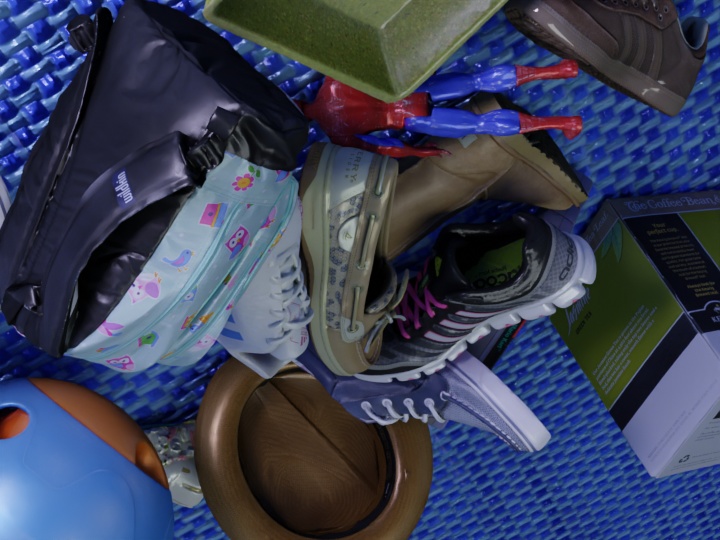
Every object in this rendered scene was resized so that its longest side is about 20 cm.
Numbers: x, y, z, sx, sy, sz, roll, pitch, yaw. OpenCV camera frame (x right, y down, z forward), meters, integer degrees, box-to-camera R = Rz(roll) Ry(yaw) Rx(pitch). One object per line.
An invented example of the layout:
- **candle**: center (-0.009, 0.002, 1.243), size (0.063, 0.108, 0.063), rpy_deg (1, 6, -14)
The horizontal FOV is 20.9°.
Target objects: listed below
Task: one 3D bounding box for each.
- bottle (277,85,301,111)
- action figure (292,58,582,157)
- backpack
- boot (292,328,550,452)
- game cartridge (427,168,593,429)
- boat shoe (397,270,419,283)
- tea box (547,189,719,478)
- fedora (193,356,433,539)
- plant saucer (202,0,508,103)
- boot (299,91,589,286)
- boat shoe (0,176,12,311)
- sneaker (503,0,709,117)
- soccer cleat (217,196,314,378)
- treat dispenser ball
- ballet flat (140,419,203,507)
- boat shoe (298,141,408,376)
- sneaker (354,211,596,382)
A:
- **bottle**: center (-0.119, -0.042, 1.257), size (0.200, 0.065, 0.084), rpy_deg (-40, 155, 17)
- **action figure**: center (0.043, -0.108, 1.288), size (0.200, 0.066, 0.052), rpy_deg (-3, -179, -11)
- **backpack**: center (-0.122, -0.035, 1.118), size (0.126, 0.167, 0.200), rpy_deg (17, 111, -41)
- **boot**: center (0.042, 0.091, 1.455), size (0.090, 0.200, 0.073), rpy_deg (-48, 156, -7)
- **game cartridge**: center (0.113, 0.026, 1.525), size (0.038, 0.130, 0.200), rpy_deg (28, 132, -3)
- **boat shoe**: center (0.029, 0.074, 1.571), size (0.068, 0.072, 0.200), rpy_deg (-47, 156, -51)
- **tea box**: center (0.294, 0.045, 1.618), size (0.200, 0.197, 0.134), rpy_deg (-5, 142, -35)
- **fedora**: center (-0.043, 0.145, 1.532), size (0.200, 0.201, 0.082), rpy_deg (-19, -179, -18)
- **plant saucer**: center (0.025, -0.203, 1.155), size (0.200, 0.048, 0.200), rpy_deg (-42, 148, 21)
- **boot**: center (0.049, -0.042, 1.415), size (0.200, 0.066, 0.175), rpy_deg (-35, 146, 15)
- **boat shoe**: center (-0.262, 0.008, 1.206), size (0.062, 0.075, 0.200), rpy_deg (-12, 152, -39)
- **sneaker**: center (0.171, -0.171, 1.334), size (0.200, 0.070, 0.076), rpy_deg (22, 96, -51)
- **soccer cleat**: center (-0.057, 0.008, 1.249), size (0.070, 0.086, 0.200), rpy_deg (-35, 168, -19)
- **treat dispenser ball**: center (-0.230, 0.174, 1.358), size (0.201, 0.201, 0.201), rpy_deg (-22, 149, -14)
- **ballet flat**: center (-0.123, 0.157, 1.562), size (0.200, 0.064, 0.076), rpy_deg (-1, 140, -39)
- **boat shoe**: center (0.000, 0.000, 1.303), size (0.063, 0.073, 0.200), rpy_deg (5, 140, 12)
- **sneaker**: center (0.062, 0.012, 1.380), size (0.200, 0.074, 0.087), rpy_deg (-23, 144, 17)
